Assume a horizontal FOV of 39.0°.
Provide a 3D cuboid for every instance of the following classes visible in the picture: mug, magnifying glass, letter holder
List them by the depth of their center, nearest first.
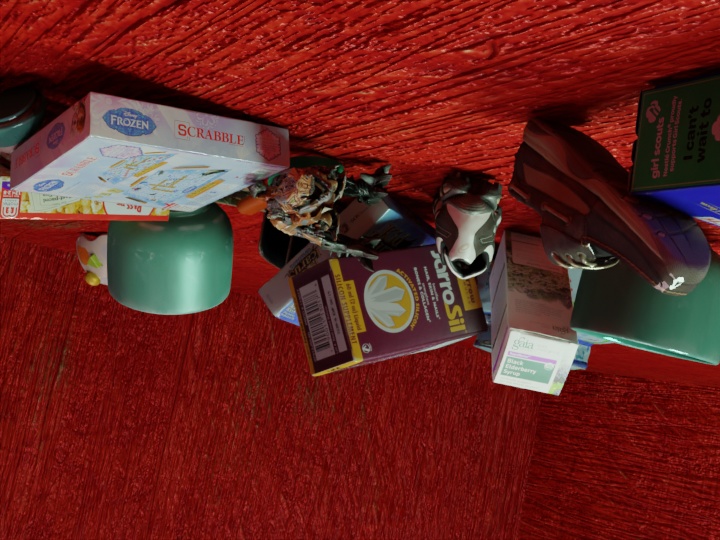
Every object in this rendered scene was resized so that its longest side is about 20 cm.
[{"bbox_3d":[0.313,0.025,1.045,0.184,0.116,0.151,16,177,-38],"label":"mug"},{"bbox_3d":[-0.085,-0.091,1.114,0.079,0.023,0.199,7,165,-29],"label":"magnifying glass"},{"bbox_3d":[-0.232,-0.039,1.233,0.150,0.116,0.185,-2,-155,-18],"label":"mug"},{"bbox_3d":[-0.051,-0.006,1.369,0.099,0.144,0.200,8,173,25],"label":"letter holder"}]

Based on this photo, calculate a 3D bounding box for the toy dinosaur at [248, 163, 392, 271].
[{"bbox_3d":[-0.045,-0.069,1.007,0.134,0.103,0.200,10,-166,-10],"label":"toy dinosaur"}]

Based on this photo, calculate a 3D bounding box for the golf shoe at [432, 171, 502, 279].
[{"bbox_3d":[0.105,-0.037,1.056,0.077,0.096,0.200,9,175,10],"label":"golf shoe"}]

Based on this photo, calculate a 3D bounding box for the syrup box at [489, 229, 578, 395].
[{"bbox_3d":[0.196,0.045,1.175,0.078,0.082,0.201,11,-144,-2],"label":"syrup box"}]

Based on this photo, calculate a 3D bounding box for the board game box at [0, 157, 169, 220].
[{"bbox_3d":[-0.328,-0.096,1.103,0.198,0.047,0.151,-1,-162,-41],"label":"board game box"}]

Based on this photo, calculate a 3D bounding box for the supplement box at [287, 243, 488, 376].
[{"bbox_3d":[0.033,0.038,1.110,0.198,0.112,0.085,-9,171,-39],"label":"supplement box"}]

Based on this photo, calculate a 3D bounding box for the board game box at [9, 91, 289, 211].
[{"bbox_3d":[-0.202,-0.105,0.962,0.198,0.042,0.199,5,167,-38],"label":"board game box"}]

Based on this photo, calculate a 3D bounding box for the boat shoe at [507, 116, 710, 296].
[{"bbox_3d":[0.165,-0.034,0.701,0.074,0.074,0.201,13,-154,-27],"label":"boat shoe"}]

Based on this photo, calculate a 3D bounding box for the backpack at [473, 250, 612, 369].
[{"bbox_3d":[0.257,0.057,1.367,0.198,0.149,0.182,3,172,38],"label":"backpack"}]

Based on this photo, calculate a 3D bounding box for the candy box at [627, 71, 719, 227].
[{"bbox_3d":[0.286,-0.063,0.589,0.167,0.078,0.199,14,172,-27],"label":"candy box"}]

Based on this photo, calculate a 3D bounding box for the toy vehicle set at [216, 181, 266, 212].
[{"bbox_3d":[-0.182,-0.111,1.206,0.123,0.027,0.200,11,173,5],"label":"toy vehicle set"}]

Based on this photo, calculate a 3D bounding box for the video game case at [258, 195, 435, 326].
[{"bbox_3d":[0.000,0.000,1.210,0.046,0.181,0.200,51,-168,27],"label":"video game case"}]

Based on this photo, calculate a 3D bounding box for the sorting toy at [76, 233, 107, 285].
[{"bbox_3d":[-0.538,-0.034,2.303,0.198,0.108,0.180,14,154,-21],"label":"sorting toy"}]

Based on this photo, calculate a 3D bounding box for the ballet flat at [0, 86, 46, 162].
[{"bbox_3d":[-0.363,-0.145,1.015,0.198,0.067,0.071,11,138,40],"label":"ballet flat"}]
